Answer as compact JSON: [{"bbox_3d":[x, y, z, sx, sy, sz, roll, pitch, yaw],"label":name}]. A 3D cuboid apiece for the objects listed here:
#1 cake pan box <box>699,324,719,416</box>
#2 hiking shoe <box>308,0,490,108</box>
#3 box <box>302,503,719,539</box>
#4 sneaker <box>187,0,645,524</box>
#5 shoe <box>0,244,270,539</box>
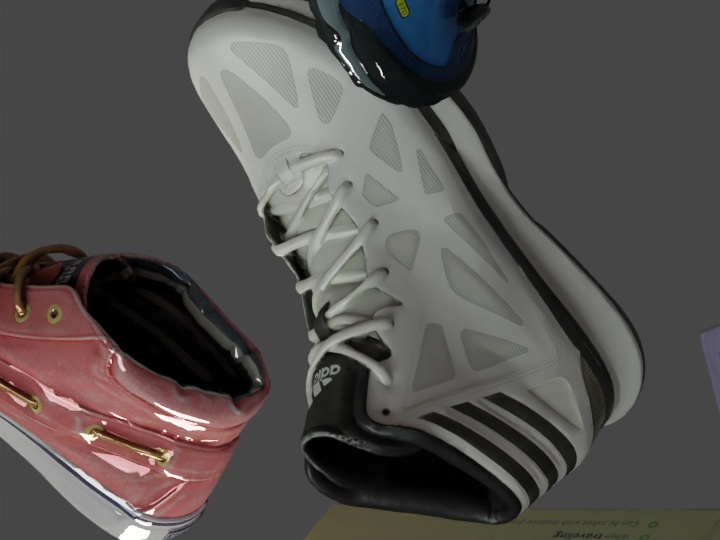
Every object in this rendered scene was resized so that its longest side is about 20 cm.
[{"bbox_3d":[0.210,0.080,0.789,0.199,0.052,0.186,-18,83,42],"label":"cake pan box"},{"bbox_3d":[0.029,-0.133,0.800,0.086,0.074,0.201,17,128,26],"label":"hiking shoe"},{"bbox_3d":[0.027,0.177,0.931,0.175,0.200,0.097,-3,118,35],"label":"box"},{"bbox_3d":[0.000,0.000,0.884,0.201,0.115,0.076,46,135,-1],"label":"sneaker"},{"bbox_3d":[-0.127,0.014,1.020,0.200,0.072,0.091,37,130,3],"label":"shoe"}]
